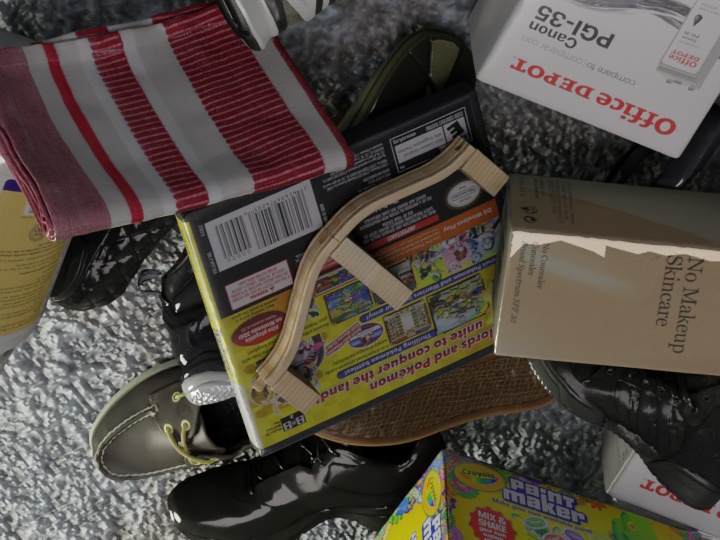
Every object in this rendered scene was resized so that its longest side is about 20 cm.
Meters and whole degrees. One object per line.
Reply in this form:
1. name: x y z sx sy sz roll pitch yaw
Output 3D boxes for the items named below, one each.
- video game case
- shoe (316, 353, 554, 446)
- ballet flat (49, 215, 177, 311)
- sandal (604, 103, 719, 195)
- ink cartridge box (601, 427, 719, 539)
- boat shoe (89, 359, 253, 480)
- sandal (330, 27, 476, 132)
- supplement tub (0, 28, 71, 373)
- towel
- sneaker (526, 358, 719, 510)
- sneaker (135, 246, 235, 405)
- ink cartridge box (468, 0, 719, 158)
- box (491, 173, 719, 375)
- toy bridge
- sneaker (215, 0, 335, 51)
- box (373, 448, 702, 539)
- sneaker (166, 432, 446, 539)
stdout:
1. video game case: 0.000 0.000 1.553 0.200 0.026 0.181 -24 120 -13
2. shoe: 0.039 0.073 1.649 0.200 0.053 0.070 -4 105 -21
3. ballet flat: -0.136 -0.049 1.609 0.200 0.066 0.057 -43 155 25
4. sandal: 0.161 -0.035 1.605 0.043 0.076 0.200 44 115 4
5. ink cartridge box: 0.270 0.081 1.671 0.146 0.086 0.200 21 122 -13
6. boat shoe: -0.099 0.095 1.690 0.201 0.061 0.072 -27 121 16
7. sandal: -0.004 -0.068 1.571 0.201 0.057 0.080 -49 122 -3
8. supplement tub: -0.250 -0.036 1.550 0.145 0.145 0.200 18 122 -12
9. towel: -0.119 -0.093 1.474 0.200 0.144 0.023 -15 146 -27
10. sneaker: 0.209 0.080 1.592 0.200 0.060 0.104 41 122 -8
11. sneaker: -0.045 -0.003 1.614 0.200 0.075 0.114 -29 94 -8
12. ink cartridge box: 0.173 -0.184 1.494 0.146 0.083 0.200 20 121 -14
13. box: 0.184 0.005 1.532 0.200 0.078 0.095 4 118 0
14. toy bridge: 0.001 -0.003 1.520 0.067 0.027 0.200 39 93 -31
15. sneaker: -0.061 -0.242 1.475 0.115 0.076 0.201 -30 113 -7
16. box: 0.101 0.247 1.669 0.200 0.122 0.193 19 130 -18
17. sneaker: -0.035 0.136 1.708 0.200 0.076 0.091 -10 134 -5
